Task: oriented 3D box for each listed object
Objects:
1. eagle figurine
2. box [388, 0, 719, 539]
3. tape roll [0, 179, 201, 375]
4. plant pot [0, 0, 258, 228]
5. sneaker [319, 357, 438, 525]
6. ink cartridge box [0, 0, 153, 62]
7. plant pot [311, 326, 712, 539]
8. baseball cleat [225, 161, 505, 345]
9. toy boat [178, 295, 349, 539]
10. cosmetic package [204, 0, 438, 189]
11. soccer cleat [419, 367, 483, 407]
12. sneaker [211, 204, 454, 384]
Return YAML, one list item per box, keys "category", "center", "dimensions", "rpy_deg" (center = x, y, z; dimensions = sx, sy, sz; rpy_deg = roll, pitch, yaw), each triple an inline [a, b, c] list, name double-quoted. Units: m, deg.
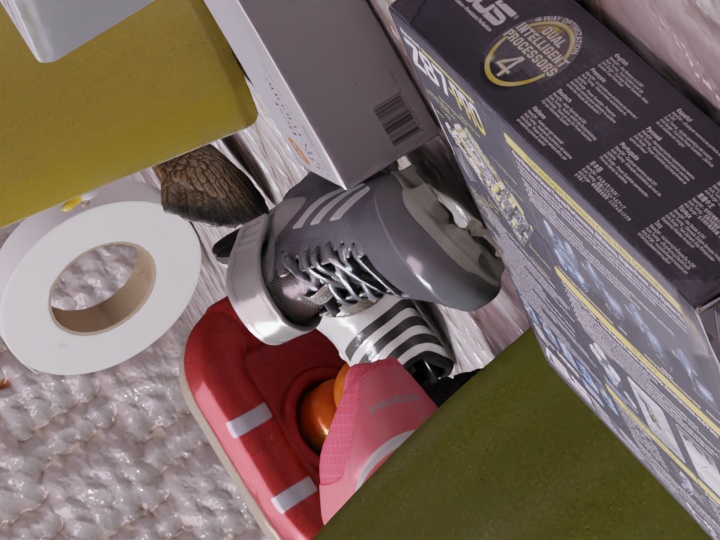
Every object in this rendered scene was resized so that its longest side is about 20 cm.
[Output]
- category: "eagle figurine"
  center: [-0.147, -0.094, 1.951]
  dimensions: [0.152, 0.151, 0.200]
  rpy_deg: [15, 165, -36]
- category: "box"
  center: [0.091, 0.010, 0.856]
  dimensions: [0.161, 0.049, 0.200]
  rpy_deg: [61, 173, -36]
- category: "tape roll"
  center: [-0.242, 0.008, 2.658]
  dimensions: [0.037, 0.203, 0.203]
  rpy_deg: [53, 172, 40]
- category: "plant pot"
  center: [-0.199, -0.164, 1.660]
  dimensions: [0.200, 0.200, 0.176]
  rpy_deg: [50, 158, 52]
- category: "sneaker"
  center: [0.017, 0.112, 1.295]
  dimensions: [0.200, 0.074, 0.087]
  rpy_deg: [96, 157, -52]
- category: "ink cartridge box"
  center: [-0.086, -0.185, 0.836]
  dimensions: [0.200, 0.144, 0.084]
  rpy_deg: [57, 173, 8]
- category: "plant pot"
  center: [0.046, 0.142, 1.131]
  dimensions: [0.187, 0.200, 0.187]
  rpy_deg: [57, 173, 11]
- category: "baseball cleat"
  center: [0.000, 0.000, 1.232]
  dimensions: [0.070, 0.106, 0.200]
  rpy_deg: [46, -178, -14]
- category: "toy boat"
  center: [-0.009, 0.087, 1.763]
  dimensions: [0.200, 0.130, 0.131]
  rpy_deg: [58, 145, 1]
- category: "cosmetic package"
  center: [-0.045, -0.132, 1.197]
  dimensions: [0.200, 0.051, 0.083]
  rpy_deg: [60, 174, -14]
- category: "soccer cleat"
  center: [0.059, 0.086, 1.329]
  dimensions: [0.200, 0.068, 0.073]
  rpy_deg: [-167, 61, -76]
- category: "sneaker"
  center: [-0.015, 0.023, 1.584]
  dimensions: [0.115, 0.076, 0.200]
  rpy_deg: [61, 170, -13]
